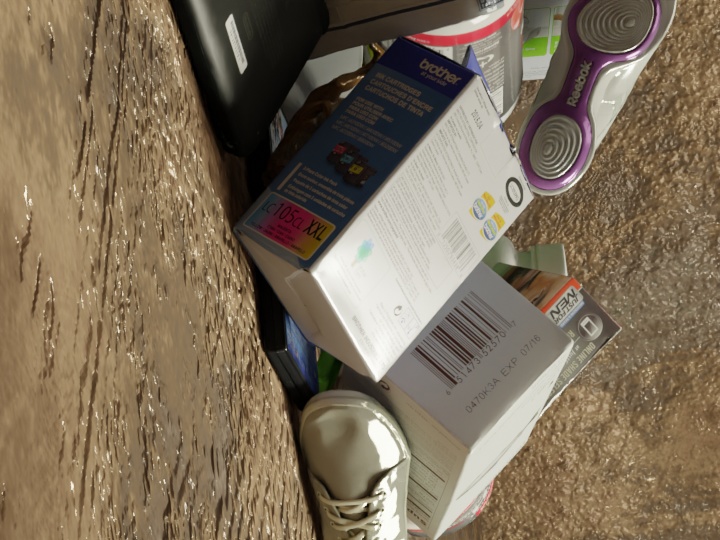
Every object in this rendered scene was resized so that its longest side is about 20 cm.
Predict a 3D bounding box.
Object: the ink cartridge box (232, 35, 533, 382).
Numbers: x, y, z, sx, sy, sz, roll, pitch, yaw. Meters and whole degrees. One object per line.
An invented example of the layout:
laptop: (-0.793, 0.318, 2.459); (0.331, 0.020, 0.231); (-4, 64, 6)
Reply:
ink cartridge box: (0.028, -0.049, 1.418); (0.076, 0.200, 0.137); (32, -17, 35)

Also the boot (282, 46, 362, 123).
boot: (-0.032, -0.198, 1.570); (0.096, 0.073, 0.201); (-97, -164, -46)

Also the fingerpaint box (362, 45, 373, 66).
fingerpaint box: (-0.013, -0.108, 1.793); (0.200, 0.073, 0.168); (67, 15, -63)

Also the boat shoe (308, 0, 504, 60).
boat shoe: (-0.005, -0.189, 1.449); (0.074, 0.201, 0.087); (-29, 106, -48)

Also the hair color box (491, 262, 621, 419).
hair color box: (0.123, 0.057, 1.813); (0.064, 0.111, 0.200); (45, -8, -13)

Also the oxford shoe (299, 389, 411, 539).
oxford shoe: (-0.001, 0.160, 1.566); (0.058, 0.075, 0.201); (-84, 169, -45)

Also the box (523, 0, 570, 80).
box: (0.112, -0.236, 1.741); (0.177, 0.199, 0.097); (89, -4, -52)

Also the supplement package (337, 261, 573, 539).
supplement package: (0.060, 0.089, 1.615); (0.117, 0.117, 0.200); (40, -21, 12)

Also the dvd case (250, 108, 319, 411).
dvd case: (-0.053, -0.019, 1.529); (0.143, 0.017, 0.201); (66, 18, -69)

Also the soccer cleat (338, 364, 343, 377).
soccer cleat: (0.028, 0.006, 1.740); (0.200, 0.069, 0.078); (-55, 176, 19)

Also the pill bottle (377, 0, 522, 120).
pill bottle: (0.064, -0.164, 1.640); (0.200, 0.110, 0.111); (85, 1, -58)

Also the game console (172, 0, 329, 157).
game console: (-0.094, -0.200, 1.345); (0.176, 0.116, 0.200); (-61, 157, -24)

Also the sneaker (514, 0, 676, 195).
sneaker: (0.171, -0.152, 1.698); (0.201, 0.075, 0.100); (-60, 179, 3)

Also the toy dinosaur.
toy dinosaur: (-0.020, -0.106, 1.497); (0.061, 0.106, 0.200); (62, 21, -10)

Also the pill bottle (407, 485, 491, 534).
pill bottle: (0.053, 0.161, 1.842); (0.200, 0.110, 0.111); (55, 28, -79)

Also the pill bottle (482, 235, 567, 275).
pill bottle: (0.086, 0.027, 1.988); (0.111, 0.199, 0.111); (-7, 90, -84)

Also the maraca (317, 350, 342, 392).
maraca: (0.000, 0.000, 1.642); (0.137, 0.106, 0.201); (-37, 146, -76)
